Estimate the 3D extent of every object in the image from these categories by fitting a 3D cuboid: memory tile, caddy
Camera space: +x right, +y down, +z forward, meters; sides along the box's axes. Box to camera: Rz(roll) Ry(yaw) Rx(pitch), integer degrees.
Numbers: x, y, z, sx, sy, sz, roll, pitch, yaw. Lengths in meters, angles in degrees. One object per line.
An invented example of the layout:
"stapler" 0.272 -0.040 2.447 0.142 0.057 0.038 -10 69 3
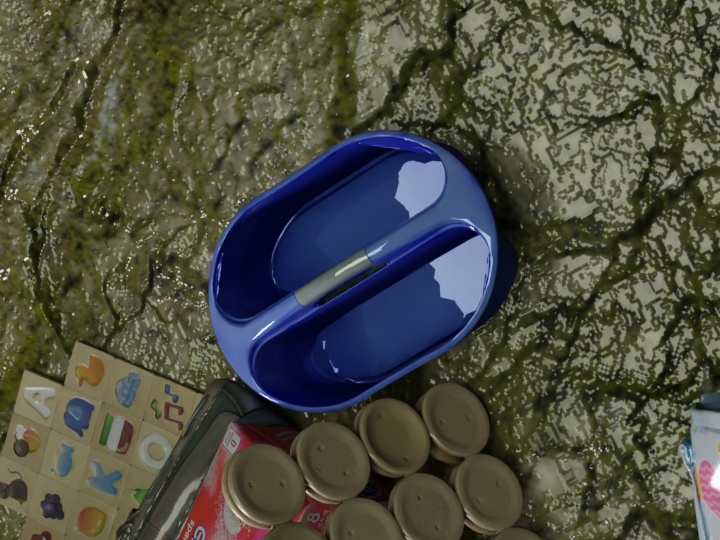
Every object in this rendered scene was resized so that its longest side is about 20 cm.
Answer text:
"memory tile" 0.020 0.153 1.052 0.017 0.199 0.154 -43 67 49
"caddy" 0.000 0.000 1.094 0.199 0.105 0.142 -32 83 21

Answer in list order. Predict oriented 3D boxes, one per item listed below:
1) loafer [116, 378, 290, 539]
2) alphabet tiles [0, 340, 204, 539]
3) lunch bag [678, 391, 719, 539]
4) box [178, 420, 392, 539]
"loafer" -0.121 0.164 1.180 0.063 0.072 0.201 42 101 34
"alphabet tiles" -0.163 0.149 1.226 0.198 0.006 0.168 21 102 19
"lunch bag" 0.287 0.139 0.984 0.198 0.127 0.171 -10 93 12
"box" -0.062 0.208 1.126 0.100 0.095 0.201 39 109 45
